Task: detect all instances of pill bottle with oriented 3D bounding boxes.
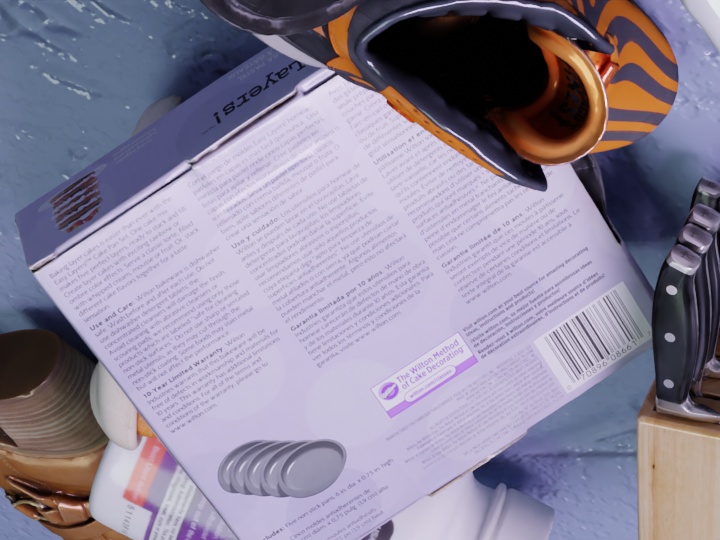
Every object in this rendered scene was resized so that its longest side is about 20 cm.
[{"bbox_3d":[-0.016,0.105,1.180,0.199,0.112,0.112,25,149,2],"label":"pill bottle"}]

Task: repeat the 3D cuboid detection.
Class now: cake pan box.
[{"bbox_3d":[0.000,0.000,0.960,0.199,0.052,0.185,-34,124,5],"label":"cake pan box"}]

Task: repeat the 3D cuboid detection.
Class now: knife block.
[{"bbox_3d":[0.140,0.072,0.969,0.064,0.202,0.175,12,175,22],"label":"knife block"}]

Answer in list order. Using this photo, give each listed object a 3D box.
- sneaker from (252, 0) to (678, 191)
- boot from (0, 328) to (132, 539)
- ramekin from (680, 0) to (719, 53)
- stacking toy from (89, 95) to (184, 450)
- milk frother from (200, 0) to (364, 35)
[{"bbox_3d":[0.055,-0.060,0.835,0.199,0.078,0.112,10,-160,-43],"label":"sneaker"},{"bbox_3d":[-0.185,0.090,1.332,0.199,0.077,0.155,-7,140,31],"label":"boot"},{"bbox_3d":[0.162,-0.121,0.651,0.199,0.098,0.202,3,114,6],"label":"ramekin"},{"bbox_3d":[-0.006,0.013,1.049,0.198,0.147,0.146,8,147,-1],"label":"stacking toy"},{"bbox_3d":[-0.049,-0.208,0.746,0.188,0.200,0.181,35,166,33],"label":"milk frother"}]
